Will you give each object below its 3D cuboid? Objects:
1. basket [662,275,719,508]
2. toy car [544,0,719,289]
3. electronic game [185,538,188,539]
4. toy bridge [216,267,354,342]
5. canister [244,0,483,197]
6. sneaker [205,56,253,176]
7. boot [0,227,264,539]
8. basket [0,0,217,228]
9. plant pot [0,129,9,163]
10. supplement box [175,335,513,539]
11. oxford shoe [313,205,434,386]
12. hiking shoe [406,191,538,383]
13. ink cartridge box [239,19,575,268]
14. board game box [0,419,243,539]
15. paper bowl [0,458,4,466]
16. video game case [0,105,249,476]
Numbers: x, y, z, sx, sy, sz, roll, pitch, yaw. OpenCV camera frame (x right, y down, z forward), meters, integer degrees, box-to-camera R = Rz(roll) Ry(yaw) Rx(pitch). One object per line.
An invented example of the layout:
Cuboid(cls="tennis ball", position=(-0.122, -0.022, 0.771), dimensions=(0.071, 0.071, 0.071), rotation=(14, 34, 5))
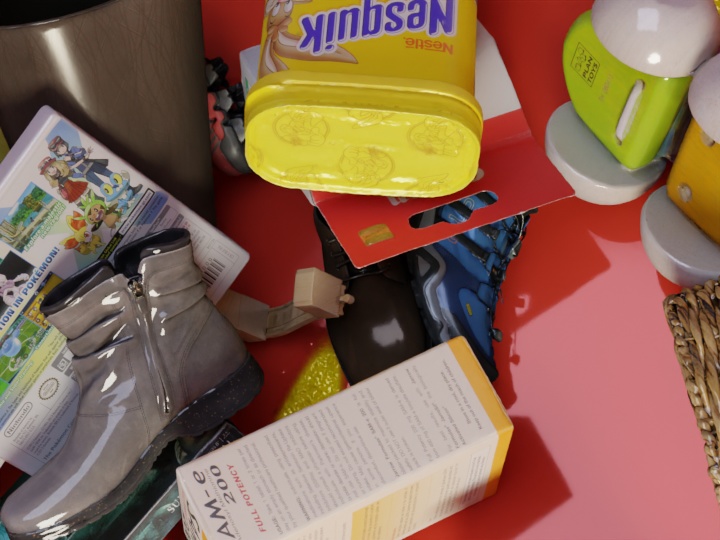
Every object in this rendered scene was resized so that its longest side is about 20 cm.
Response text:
Cuboid(cls="basket", position=(0.279, 0.091, 1.239), dimensions=(0.148, 0.143, 0.202), rotation=(-16, 71, 11))
Cuboid(cls="toy car", position=(0.225, -0.104, 1.320), dimensions=(0.149, 0.176, 0.200), rotation=(-31, 63, -33))
Cuboid(cls="electronic game", position=(-0.093, 0.209, 1.362), dimensions=(0.198, 0.042, 0.202), rotation=(-4, 73, 14))
Cuboid(cls="toy bridge", position=(-0.085, 0.028, 1.394), dimensions=(0.199, 0.067, 0.027), rotation=(-6, 70, 36))
Cuboid(cls="canister", position=(0.005, -0.155, 1.318), dimensions=(0.147, 0.087, 0.201), rotation=(4, 56, 0))
Cuboid(cls="sneaker", position=(-0.147, -0.131, 1.464), dimensions=(0.098, 0.071, 0.201), rotation=(-42, 71, 8))
Cuboid(cls="boot", position=(-0.168, 0.069, 1.292), dimensions=(0.200, 0.132, 0.070), rotation=(-39, 28, -15))
Cuboid(cls="basket", position=(-0.167, -0.103, 1.352), dimensions=(0.135, 0.202, 0.180), rotation=(16, 37, 39))
Cuboid(cls="plant pot", position=(-0.282, -0.078, 1.438), dimensions=(0.200, 0.201, 0.142), rotation=(38, 61, 22))
Cuboid(cls="supplement box", position=(-0.011, 0.132, 1.289), dimensions=(0.199, 0.126, 0.074), rotation=(-24, 68, -13))
Cuboid(cls="oxford shoe", position=(0.000, 0.000, 1.377), dimensions=(0.072, 0.084, 0.202), rotation=(-15, 72, 9))
Cuboid(cls="hiking shoe", position=(0.077, -0.021, 1.365), dimensions=(0.086, 0.074, 0.202), rotation=(-13, 71, 12))
Cuboid(cls="ink cartridge box", position=(0.027, -0.099, 1.348), dimensions=(0.160, 0.050, 0.200), rotation=(-19, 42, -14))
Cuboid(cls="board game box", position=(-0.176, 0.153, 1.377), dimensions=(0.200, 0.028, 0.135), rotation=(-49, 39, -3))
Cuboid(cls="paper bowl", position=(-0.308, 0.088, 1.371), dimensions=(0.104, 0.201, 0.201), rotation=(-33, 68, -1))
Cuboid(cls="video game case", position=(-0.190, 0.024, 1.304), dimensions=(0.201, 0.182, 0.022), rotation=(-54, 37, 0))
